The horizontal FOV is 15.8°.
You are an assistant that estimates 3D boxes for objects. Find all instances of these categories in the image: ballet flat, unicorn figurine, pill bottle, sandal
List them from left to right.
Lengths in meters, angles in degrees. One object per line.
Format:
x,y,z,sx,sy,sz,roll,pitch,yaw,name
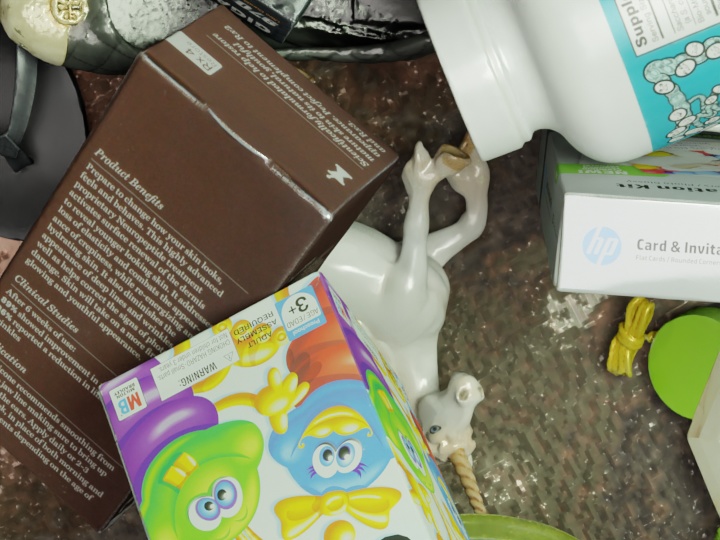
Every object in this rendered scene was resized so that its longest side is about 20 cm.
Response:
-0.165,-0.107,1.102,0.076,0.043,0.201,-10,101,4,sandal
-0.050,-0.116,1.079,0.199,0.057,0.067,-4,98,-6,ballet flat
0.000,0.000,1.112,0.199,0.074,0.138,25,111,11,unicorn figurine
0.125,-0.110,0.974,0.199,0.111,0.111,-22,100,6,pill bottle

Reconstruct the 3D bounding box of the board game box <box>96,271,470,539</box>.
-0.010,0.121,0.986,0.103,0.201,0.105,-28,144,6,board game box

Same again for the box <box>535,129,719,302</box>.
0.150,-0.026,1.029,0.155,0.200,0.041,4,103,2,box

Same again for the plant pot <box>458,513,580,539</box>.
0.049,0.235,1.055,0.199,0.190,0.201,-9,128,-12,plant pot

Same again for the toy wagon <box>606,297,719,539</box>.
0.200,0.064,1.106,0.199,0.040,0.156,28,114,22,toy wagon

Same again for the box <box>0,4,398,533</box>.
-0.083,0.001,1.066,0.100,0.075,0.200,41,125,5,box

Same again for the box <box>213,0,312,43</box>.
-0.042,-0.219,1.044,0.159,0.046,0.200,32,82,-4,box

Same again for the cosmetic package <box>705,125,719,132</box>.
0.181,-0.109,1.071,0.199,0.085,0.108,4,99,2,cosmetic package
